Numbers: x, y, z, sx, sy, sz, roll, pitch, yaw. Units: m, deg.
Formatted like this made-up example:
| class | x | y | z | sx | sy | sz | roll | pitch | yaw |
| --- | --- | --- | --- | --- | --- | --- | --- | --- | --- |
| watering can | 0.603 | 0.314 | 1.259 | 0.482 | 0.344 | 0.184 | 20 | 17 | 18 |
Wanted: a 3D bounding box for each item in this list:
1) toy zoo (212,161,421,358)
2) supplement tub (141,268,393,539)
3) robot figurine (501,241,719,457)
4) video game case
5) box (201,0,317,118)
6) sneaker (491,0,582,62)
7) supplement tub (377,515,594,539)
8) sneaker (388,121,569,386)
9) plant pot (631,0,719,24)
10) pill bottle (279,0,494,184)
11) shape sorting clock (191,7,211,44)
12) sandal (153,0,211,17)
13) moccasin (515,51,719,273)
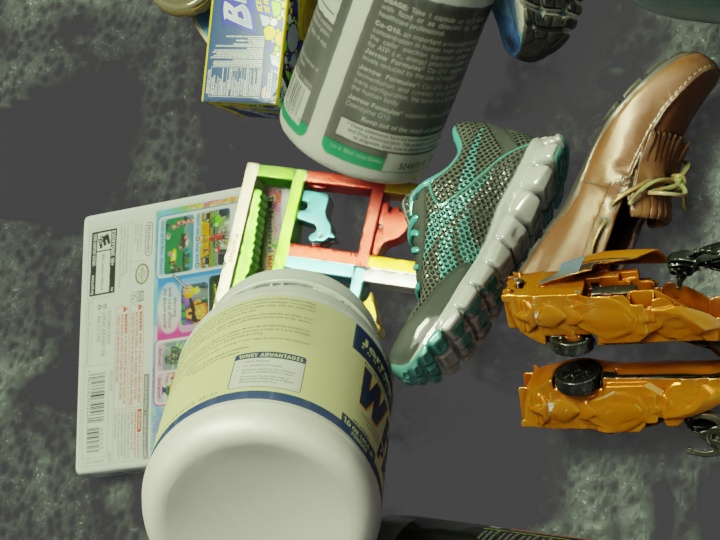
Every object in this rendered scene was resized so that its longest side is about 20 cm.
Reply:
| class | x | y | z | sx | sy | sz | roll | pitch | yaw |
| --- | --- | --- | --- | --- | --- | --- | --- | --- | --- |
| toy zoo | 0.000 | 0.000 | 1.262 | 0.198 | 0.020 | 0.133 | 8 | 76 | 18 |
| supplement tub | -0.053 | 0.100 | 1.140 | 0.144 | 0.146 | 0.201 | -26 | 24 | 18 |
| robot figurine | 0.192 | 0.044 | 1.117 | 0.198 | 0.058 | 0.146 | -2 | 117 | 17 |
| video game case | -0.125 | 0.043 | 1.326 | 0.180 | 0.024 | 0.202 | -9 | 70 | 24 |
| box | -0.064 | -0.214 | 1.308 | 0.064 | 0.070 | 0.202 | 5 | 87 | 23 |
| sneaker | 0.093 | -0.227 | 1.284 | 0.090 | 0.078 | 0.202 | -34 | 57 | 35 |
| supplement tub | 0.094 | 0.220 | 1.103 | 0.198 | 0.122 | 0.124 | 4 | 76 | 28 |
| sneaker | 0.061 | -0.016 | 1.201 | 0.091 | 0.078 | 0.201 | 23 | 66 | 20 |
| plant pot | 0.265 | -0.239 | 1.112 | 0.194 | 0.200 | 0.198 | 10 | 80 | 29 |
| pill bottle | 0.026 | -0.170 | 1.220 | 0.113 | 0.113 | 0.201 | 39 | 122 | 30 |
| shape sorting clock | -0.046 | -0.242 | 1.364 | 0.198 | 0.039 | 0.202 | -8 | 71 | 25 |
| sandal | -0.123 | -0.289 | 1.368 | 0.080 | 0.054 | 0.202 | 9 | 79 | 33 |
| moccasin | 0.176 | -0.047 | 1.171 | 0.077 | 0.074 | 0.202 | 34 | 92 | 28 |
